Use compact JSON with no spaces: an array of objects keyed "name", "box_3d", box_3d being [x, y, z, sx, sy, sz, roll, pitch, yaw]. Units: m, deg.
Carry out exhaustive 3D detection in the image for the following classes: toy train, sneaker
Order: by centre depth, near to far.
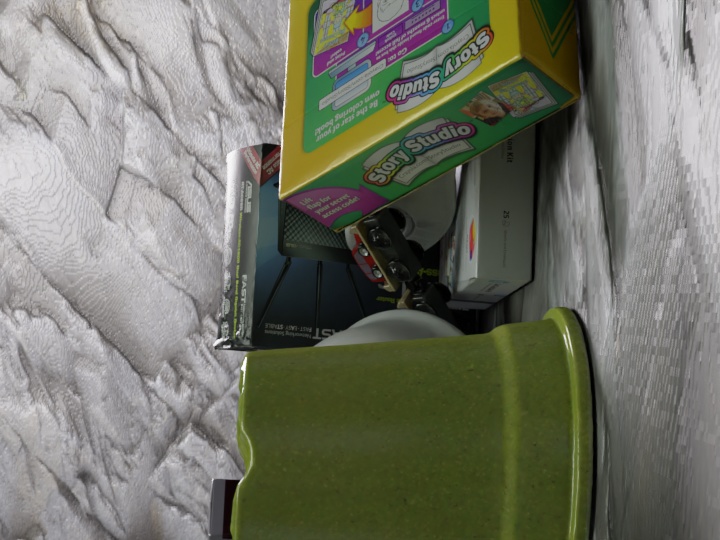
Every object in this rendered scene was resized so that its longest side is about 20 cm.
[{"name":"toy train","box_3d":[0.016,-0.012,1.186,0.200,0.046,0.034,57,-135,-26]},{"name":"sneaker","box_3d":[0.039,-0.099,1.211,0.200,0.073,0.112,113,165,-54]}]

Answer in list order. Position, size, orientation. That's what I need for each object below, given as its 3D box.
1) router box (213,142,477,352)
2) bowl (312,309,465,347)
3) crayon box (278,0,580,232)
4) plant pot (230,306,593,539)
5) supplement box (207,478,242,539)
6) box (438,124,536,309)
[{"name":"router box","box_3d":[-0.006,-0.007,1.299,0.062,0.199,0.150,-8,78,60]},{"name":"bowl","box_3d":[-0.001,0.125,1.154,0.201,0.090,0.202,-3,85,41]},{"name":"crayon box","box_3d":[0.039,-0.142,1.065,0.200,0.058,0.173,-28,48,37]},{"name":"plant pot","box_3d":[0.020,0.115,0.968,0.200,0.184,0.201,-176,90,-87]},{"name":"supplement box","box_3d":[-0.022,0.225,1.370,0.061,0.199,0.109,-92,7,-47]},{"name":"box","box_3d":[0.087,-0.059,1.208,0.200,0.041,0.156,114,159,-82]}]
